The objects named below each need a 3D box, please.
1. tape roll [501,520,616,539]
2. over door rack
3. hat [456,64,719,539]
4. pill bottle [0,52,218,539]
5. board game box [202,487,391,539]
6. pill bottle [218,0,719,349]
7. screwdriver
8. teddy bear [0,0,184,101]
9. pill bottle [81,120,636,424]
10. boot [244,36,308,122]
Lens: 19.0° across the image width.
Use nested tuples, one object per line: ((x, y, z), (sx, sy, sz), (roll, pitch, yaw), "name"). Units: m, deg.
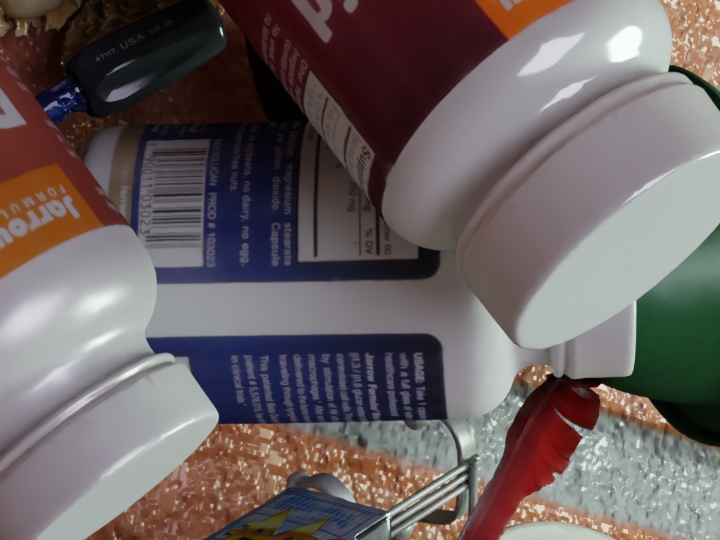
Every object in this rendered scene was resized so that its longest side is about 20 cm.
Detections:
((0.079, 0.200, 0.847), (0.202, 0.037, 0.205), (18, 61, -35), "tape roll")
((-0.010, 0.168, 0.890), (0.147, 0.066, 0.202), (-29, 122, -35), "over door rack")
((0.069, 0.011, 0.889), (0.174, 0.200, 0.167), (-11, 101, -18), "hat")
((-0.137, -0.007, 0.694), (0.112, 0.112, 0.200), (-33, 80, -34), "pill bottle")
((-0.064, 0.171, 0.741), (0.199, 0.061, 0.202), (16, 84, -43), "board game box")
((0.029, -0.080, 0.704), (0.114, 0.114, 0.200), (-22, 65, -36), "pill bottle")
((-0.134, -0.042, 0.772), (0.199, 0.028, 0.029), (-34, 90, -15), "screwdriver")
((-0.078, -0.163, 0.830), (0.144, 0.067, 0.202), (16, 88, -34), "teddy bear")
((0.000, 0.000, 0.794), (0.198, 0.111, 0.112), (-1, 92, 4), "pill bottle")
((0.033, -0.093, 0.889), (0.154, 0.072, 0.201), (-40, 136, -33), "boot")
